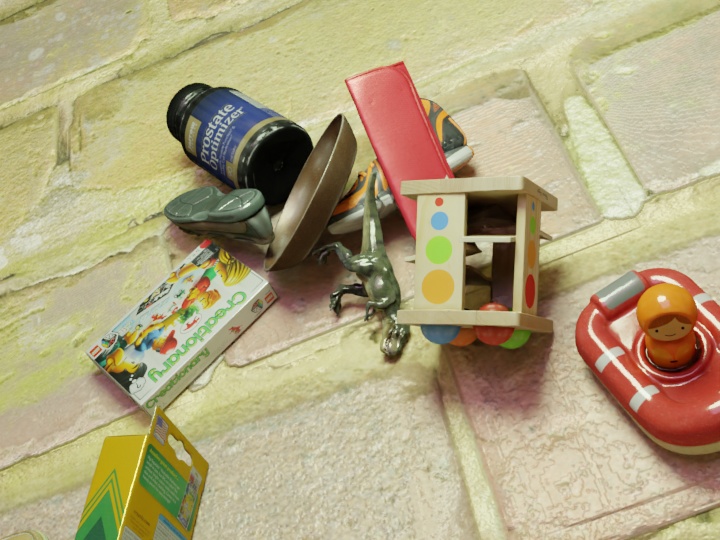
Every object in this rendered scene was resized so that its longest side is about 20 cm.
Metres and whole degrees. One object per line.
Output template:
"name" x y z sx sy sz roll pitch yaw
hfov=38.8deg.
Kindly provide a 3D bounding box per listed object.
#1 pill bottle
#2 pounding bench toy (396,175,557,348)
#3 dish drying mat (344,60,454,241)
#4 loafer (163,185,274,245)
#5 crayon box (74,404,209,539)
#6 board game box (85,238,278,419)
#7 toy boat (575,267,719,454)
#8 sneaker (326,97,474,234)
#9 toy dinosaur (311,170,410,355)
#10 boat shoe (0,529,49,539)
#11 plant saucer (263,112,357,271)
"pill bottle" -0.160 -0.168 1.304 0.112 0.112 0.200 -44 49 -15
"pounding bench toy" 0.133 0.001 1.043 0.124 0.200 0.157 0 84 26
"dish drying mat" 0.054 -0.135 1.145 0.077 0.018 0.201 -21 84 -15
"loafer" -0.175 -0.060 1.251 0.072 0.063 0.200 -41 27 -27
"crayon box" -0.211 0.247 0.976 0.051 0.126 0.200 -5 50 19
"board game box" -0.207 0.063 1.186 0.200 0.035 0.126 -45 50 -16
"toy boat" 0.279 0.063 0.914 0.130 0.131 0.200 -32 47 -4
"sneaker" 0.025 -0.128 1.187 0.200 0.078 0.112 -32 86 -17
"toy dinosaur" 0.000 0.000 1.116 0.088 0.047 0.201 -15 79 20
"boat shoe" -0.410 0.324 1.030 0.200 0.076 0.072 -36 46 -9
"plant saucer" -0.053 -0.084 1.171 0.034 0.200 0.201 25 55 -12
